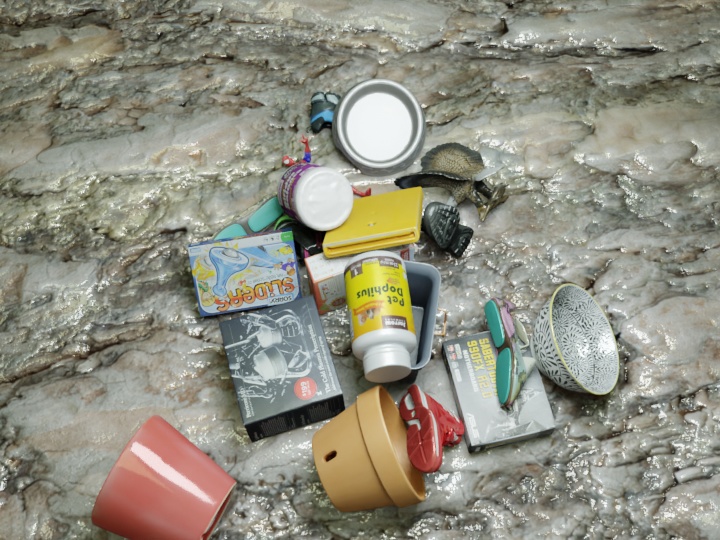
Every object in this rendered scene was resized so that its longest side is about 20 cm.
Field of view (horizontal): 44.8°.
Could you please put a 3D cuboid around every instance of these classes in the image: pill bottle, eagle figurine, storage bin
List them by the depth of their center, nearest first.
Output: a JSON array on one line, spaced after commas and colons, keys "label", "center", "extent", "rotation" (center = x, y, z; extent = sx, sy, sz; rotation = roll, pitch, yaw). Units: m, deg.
[{"label": "pill bottle", "center": [0.033, 0.078, 1.453], "extent": [0.107, 0.110, 0.203], "rotation": [-7, 63, -2]}, {"label": "storage bin", "center": [0.081, 0.103, 1.575], "extent": [0.143, 0.135, 0.203], "rotation": [8, 64, 6]}, {"label": "pill bottle", "center": [-0.093, -0.142, 1.630], "extent": [0.110, 0.200, 0.114], "rotation": [-4, 101, -19]}, {"label": "eagle figurine", "center": [0.184, -0.177, 1.724], "extent": [0.199, 0.152, 0.152], "rotation": [37, 89, 13]}]

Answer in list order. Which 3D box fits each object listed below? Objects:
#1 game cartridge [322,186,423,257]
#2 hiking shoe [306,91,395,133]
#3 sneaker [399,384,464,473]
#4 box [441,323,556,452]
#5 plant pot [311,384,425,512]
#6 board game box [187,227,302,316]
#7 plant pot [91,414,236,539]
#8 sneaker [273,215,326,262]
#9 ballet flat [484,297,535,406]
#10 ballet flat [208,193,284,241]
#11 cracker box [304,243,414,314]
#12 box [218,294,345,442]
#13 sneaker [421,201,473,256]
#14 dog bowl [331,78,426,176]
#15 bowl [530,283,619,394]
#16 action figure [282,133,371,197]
[{"label": "game cartridge", "center": [0.028, -0.091, 1.610], "extent": [0.173, 0.033, 0.201], "rotation": [-10, 24, 12]}, {"label": "hiking shoe", "center": [-0.011, -0.318, 1.840], "extent": [0.196, 0.074, 0.088], "rotation": [6, 82, 8]}, {"label": "sneaker", "center": [0.137, 0.277, 1.473], "extent": [0.114, 0.079, 0.201], "rotation": [27, 25, -19]}, {"label": "box", "center": [0.244, 0.209, 1.564], "extent": [0.156, 0.049, 0.203], "rotation": [-11, 63, -4]}, {"label": "plant pot", "center": [0.008, 0.310, 1.452], "extent": [0.138, 0.200, 0.203], "rotation": [-24, 63, 9]}, {"label": "board game box", "center": [-0.215, 0.003, 1.646], "extent": [0.196, 0.034, 0.138], "rotation": [-10, 105, -3]}, {"label": "plant pot", "center": [-0.311, 0.366, 1.428], "extent": [0.176, 0.201, 0.202], "rotation": [29, 66, 4]}, {"label": "sneaker", "center": [-0.080, -0.045, 1.688], "extent": [0.197, 0.077, 0.085], "rotation": [12, 55, 19]}, {"label": "ballet flat", "center": [0.268, 0.140, 1.542], "extent": [0.070, 0.069, 0.203], "rotation": [4, 60, -19]}, {"label": "ballet flat", "center": [-0.231, -0.082, 1.719], "extent": [0.200, 0.068, 0.075], "rotation": [-41, 24, -22]}, {"label": "cracker box", "center": [0.000, 0.000, 1.630], "extent": [0.197, 0.135, 0.058], "rotation": [-18, 62, -9]}, {"label": "box", "center": [-0.139, 0.175, 1.561], "extent": [0.179, 0.105, 0.202], "rotation": [-17, 63, -6]}, {"label": "sneaker", "center": [0.145, -0.084, 1.646], "extent": [0.090, 0.200, 0.077], "rotation": [29, 85, 25]}, {"label": "dog bowl", "center": [0.039, -0.295, 1.774], "extent": [0.196, 0.059, 0.204], "rotation": [0, 90, -1]}, {"label": "bowl", "center": [0.364, 0.134, 1.555], "extent": [0.199, 0.094, 0.204], "rotation": [24, 53, -36]}, {"label": "action figure", "center": [-0.076, -0.198, 1.758], "extent": [0.198, 0.099, 0.066], "rotation": [26, 65, 17]}]
